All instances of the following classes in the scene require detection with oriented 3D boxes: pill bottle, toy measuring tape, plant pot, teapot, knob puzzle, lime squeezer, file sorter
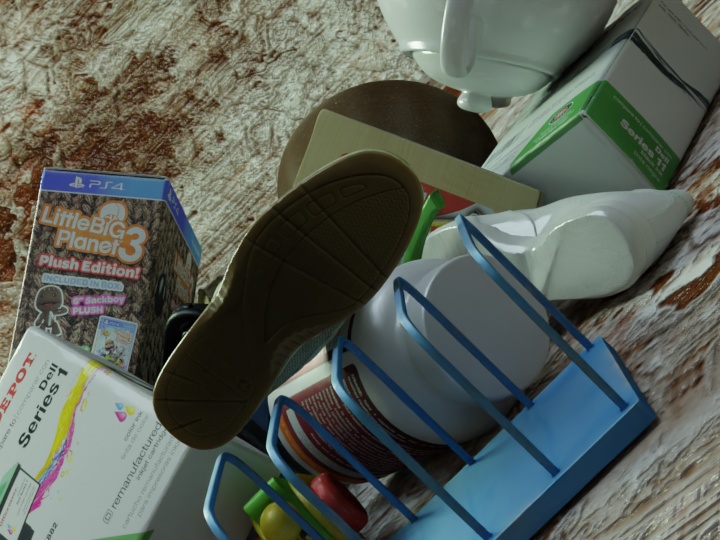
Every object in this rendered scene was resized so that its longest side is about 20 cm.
[{"bbox_3d":[0.029,0.060,1.075,0.113,0.113,0.200,-50,9,-30],"label":"pill bottle"},{"bbox_3d":[-0.021,0.164,1.083,0.074,0.074,0.200,-46,-15,2],"label":"toy measuring tape"},{"bbox_3d":[0.028,-0.019,1.337,0.187,0.187,0.200,-43,23,20],"label":"plant pot"},{"bbox_3d":[0.092,-0.188,1.264,0.197,0.199,0.147,10,90,56],"label":"teapot"},{"bbox_3d":[0.020,0.012,1.208,0.220,0.220,0.030,-44,-18,17],"label":"knob puzzle"},{"bbox_3d":[0.000,0.000,1.163,0.199,0.071,0.038,-14,39,51],"label":"lime squeezer"},{"bbox_3d":[0.029,0.086,0.903,0.200,0.123,0.139,-45,7,8],"label":"file sorter"}]

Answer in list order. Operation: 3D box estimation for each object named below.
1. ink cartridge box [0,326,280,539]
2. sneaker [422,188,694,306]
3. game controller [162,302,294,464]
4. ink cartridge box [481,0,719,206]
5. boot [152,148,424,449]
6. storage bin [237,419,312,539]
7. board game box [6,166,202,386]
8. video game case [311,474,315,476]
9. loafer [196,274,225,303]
[{"bbox_3d":[-0.166,0.140,1.110,0.200,0.084,0.145,24,84,45],"label":"ink cartridge box"},{"bbox_3d":[0.125,-0.015,1.106,0.088,0.076,0.199,-32,15,-37],"label":"sneaker"},{"bbox_3d":[-0.093,0.108,1.254,0.042,0.104,0.201,-49,-24,-43],"label":"game controller"},{"bbox_3d":[0.167,-0.096,1.243,0.146,0.083,0.200,-39,10,43],"label":"ink cartridge box"},{"bbox_3d":[-0.028,-0.002,0.981,0.200,0.072,0.155,-50,1,21],"label":"boot"},{"bbox_3d":[-0.135,0.201,1.191,0.200,0.145,0.134,-44,18,12],"label":"storage bin"},{"bbox_3d":[-0.192,0.046,1.324,0.160,0.096,0.201,76,-160,-71],"label":"board game box"},{"bbox_3d":[-0.050,0.057,1.324,0.023,0.201,0.182,-4,-6,-16],"label":"video game case"},{"bbox_3d":[-0.110,0.097,1.375,0.068,0.201,0.076,-4,-24,-16],"label":"loafer"}]
